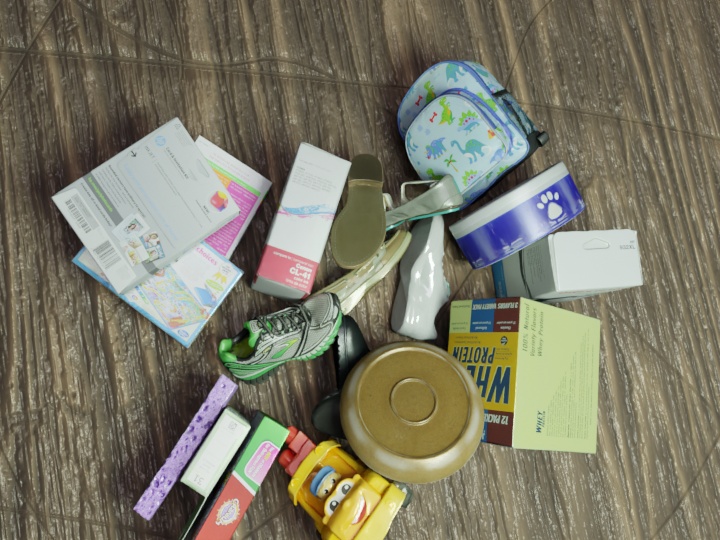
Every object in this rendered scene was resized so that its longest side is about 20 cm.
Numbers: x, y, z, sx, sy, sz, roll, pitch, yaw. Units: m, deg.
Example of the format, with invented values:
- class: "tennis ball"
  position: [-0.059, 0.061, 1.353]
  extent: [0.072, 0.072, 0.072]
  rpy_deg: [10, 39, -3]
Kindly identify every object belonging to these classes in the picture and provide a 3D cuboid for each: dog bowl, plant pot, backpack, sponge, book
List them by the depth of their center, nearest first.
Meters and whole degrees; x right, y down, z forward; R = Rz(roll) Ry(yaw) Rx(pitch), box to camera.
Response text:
- class: "plant pot"
  position: [0.070, 0.178, 0.844]
  extent: [0.195, 0.028, 0.203]
  rpy_deg: [1, 56, -2]
- class: "sponge"
  position: [-0.236, 0.237, 0.871]
  extent: [0.030, 0.112, 0.202]
  rpy_deg: [34, 75, -4]
- class: "book"
  position: [-0.237, -0.079, 0.957]
  extent: [0.132, 0.048, 0.202]
  rpy_deg: [30, 78, -7]
- class: "dog bowl"
  position: [0.241, -0.084, 0.982]
  extent: [0.198, 0.200, 0.080]
  rpy_deg: [-31, 90, -15]
- class: "backpack"
  position: [0.154, -0.219, 0.986]
  extent: [0.201, 0.183, 0.146]
  rpy_deg: [54, 35, 5]

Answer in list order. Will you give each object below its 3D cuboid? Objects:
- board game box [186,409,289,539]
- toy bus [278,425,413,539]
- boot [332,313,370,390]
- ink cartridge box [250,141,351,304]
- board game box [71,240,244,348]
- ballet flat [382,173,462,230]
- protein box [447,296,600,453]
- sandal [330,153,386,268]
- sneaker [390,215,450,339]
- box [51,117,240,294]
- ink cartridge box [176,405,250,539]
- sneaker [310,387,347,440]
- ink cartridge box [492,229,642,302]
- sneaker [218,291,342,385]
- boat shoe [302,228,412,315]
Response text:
- class: "board game box"
  position: [-0.169, 0.291, 0.857]
  extent: [0.040, 0.153, 0.202]
  rpy_deg: [31, 77, -6]
- class: "toy bus"
  position: [-0.040, 0.292, 0.867]
  extent: [0.191, 0.200, 0.136]
  rpy_deg: [41, 78, 5]
- class: "boot"
  position: [0.042, 0.151, 0.946]
  extent: [0.159, 0.073, 0.203]
  rpy_deg: [-7, 104, -7]
- class: "ink cartridge box"
  position: [-0.090, -0.063, 0.933]
  extent: [0.084, 0.148, 0.204]
  rpy_deg: [20, 78, -8]
- class: "board game box"
  position: [-0.285, -0.004, 0.906]
  extent: [0.199, 0.034, 0.135]
  rpy_deg: [38, 81, -7]
- class: "ballet flat"
  position: [0.061, -0.097, 0.971]
  extent: [0.197, 0.067, 0.065]
  rpy_deg: [-17, 96, 27]
- class: "protein box"
  position: [0.241, 0.157, 0.941]
  extent: [0.197, 0.134, 0.203]
  rpy_deg: [14, 77, -37]
- class: "sandal"
  position: [0.000, -0.072, 0.938]
  extent: [0.076, 0.070, 0.215]
  rpy_deg: [7, 55, 0]
- class: "sneaker"
  position: [0.111, 0.011, 1.014]
  extent: [0.087, 0.075, 0.204]
  rpy_deg: [17, 83, -22]
- class: "box"
  position: [-0.290, -0.089, 0.872]
  extent: [0.199, 0.041, 0.157]
  rpy_deg: [-36, 94, -10]
- class: "ink cartridge box"
  position: [-0.217, 0.282, 0.850]
  extent: [0.048, 0.146, 0.202]
  rpy_deg: [34, 76, -4]
- class: "sneaker"
  position: [0.027, 0.217, 0.874]
  extent: [0.195, 0.091, 0.077]
  rpy_deg: [4, 118, 3]
- class: "ink cartridge box"
  position: [0.312, 0.001, 0.984]
  extent: [0.142, 0.200, 0.086]
  rpy_deg: [-3, 81, -13]
- class: "sneaker"
  position: [-0.112, 0.092, 0.892]
  extent: [0.198, 0.085, 0.079]
  rpy_deg: [-33, 51, 10]
- class: "boat shoe"
  position: [-0.001, 0.001, 0.984]
  extent: [0.063, 0.073, 0.201]
  rpy_deg: [45, 83, -3]
